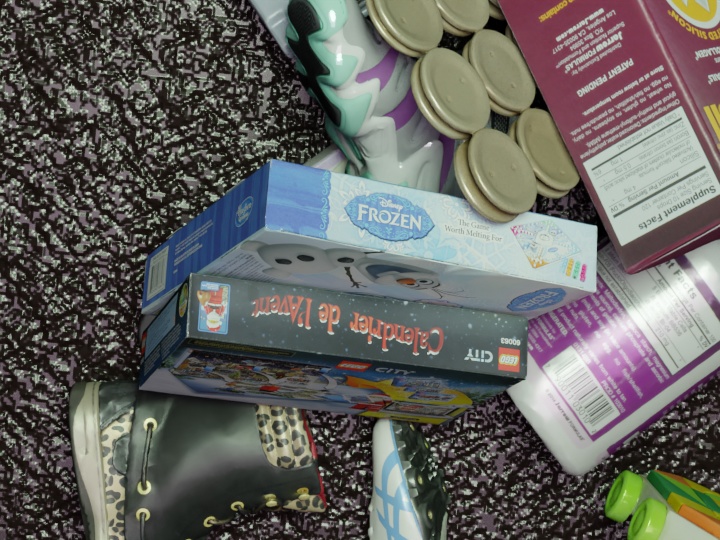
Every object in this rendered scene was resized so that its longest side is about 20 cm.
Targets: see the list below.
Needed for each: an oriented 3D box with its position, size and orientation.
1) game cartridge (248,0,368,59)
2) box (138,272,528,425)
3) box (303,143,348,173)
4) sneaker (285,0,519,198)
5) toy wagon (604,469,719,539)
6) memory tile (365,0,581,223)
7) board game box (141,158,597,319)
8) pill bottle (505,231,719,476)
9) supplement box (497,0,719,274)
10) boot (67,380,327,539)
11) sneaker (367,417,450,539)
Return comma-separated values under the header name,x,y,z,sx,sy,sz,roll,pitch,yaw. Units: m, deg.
name,x,y,z,sx,sy,sz,roll,pitch,yaw
game cartridge,0.006,-0.229,1.096,0.199,0.041,0.134,-35,65,2
box,-0.019,0.049,1.079,0.198,0.137,0.038,8,72,-16
box,-0.012,-0.057,1.154,0.199,0.041,0.039,-35,102,2
sneaker,0.042,-0.114,1.070,0.139,0.078,0.201,-30,139,-8
toy wagon,0.235,0.176,1.121,0.154,0.200,0.040,25,95,-6
memory tile,0.087,-0.116,1.039,0.017,0.200,0.154,-32,89,39
board game box,0.000,0.000,1.059,0.198,0.200,0.044,11,72,-23
pill bottle,0.178,0.026,1.141,0.199,0.112,0.113,-37,99,2
supplement box,0.163,-0.113,1.034,0.085,0.110,0.201,-31,81,39
boot,-0.096,0.156,1.170,0.149,0.073,0.202,-11,94,-1
sneaker,0.024,0.190,1.182,0.072,0.072,0.202,-6,93,17
